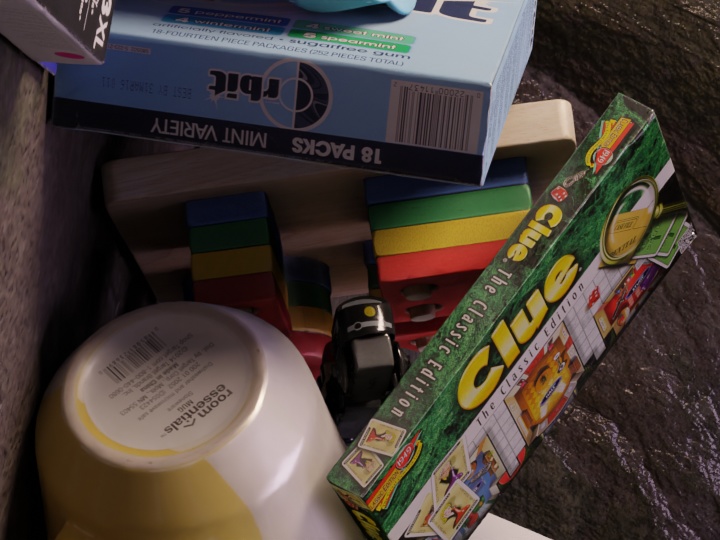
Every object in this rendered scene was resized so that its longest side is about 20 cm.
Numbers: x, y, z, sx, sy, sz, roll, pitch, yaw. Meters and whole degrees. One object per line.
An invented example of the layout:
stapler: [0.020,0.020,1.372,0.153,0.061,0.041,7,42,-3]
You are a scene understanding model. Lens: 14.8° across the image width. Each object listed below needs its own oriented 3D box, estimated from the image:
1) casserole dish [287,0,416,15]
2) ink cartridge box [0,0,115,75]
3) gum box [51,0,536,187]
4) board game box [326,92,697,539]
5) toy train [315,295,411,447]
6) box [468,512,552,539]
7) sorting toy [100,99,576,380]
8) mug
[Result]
casserole dish: [-0.041,-0.183,1.083,0.201,0.039,0.121,62,18,-13]
ink cartridge box: [-0.105,-0.127,0.945,0.200,0.037,0.096,57,42,-83]
gum box: [-0.019,-0.095,1.133,0.200,0.168,0.045,-64,161,-69]
board game box: [0.066,0.032,1.140,0.200,0.023,0.105,-52,147,-13]
toy train: [-0.005,0.052,1.204,0.200,0.034,0.046,106,-23,-72]
box: [0.035,0.226,1.235,0.152,0.106,0.201,-91,-155,-72]
sorting toy: [0.000,0.000,1.236,0.199,0.198,0.070,74,8,-74]
mug: [-0.067,0.107,1.122,0.154,0.148,0.188,79,12,-48]
